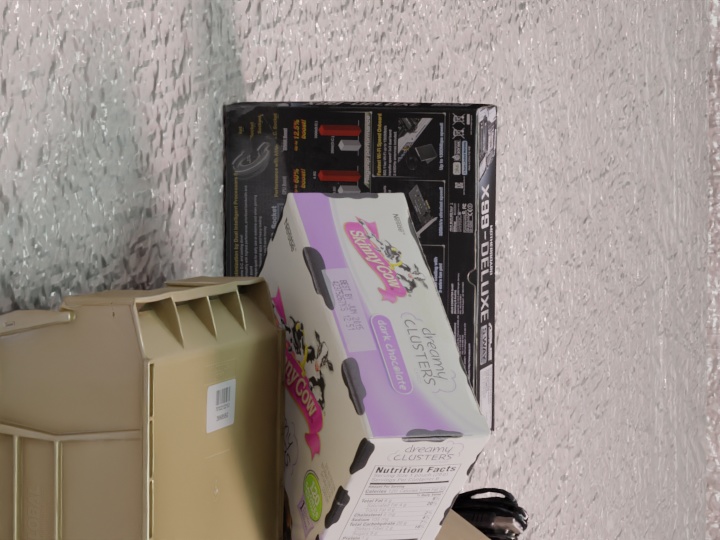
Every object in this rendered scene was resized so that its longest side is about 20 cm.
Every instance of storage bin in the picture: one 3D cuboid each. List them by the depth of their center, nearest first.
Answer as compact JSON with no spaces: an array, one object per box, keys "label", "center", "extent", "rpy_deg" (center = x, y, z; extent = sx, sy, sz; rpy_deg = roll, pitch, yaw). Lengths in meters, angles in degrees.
[{"label":"storage bin","center":[-0.112,0.106,1.184],"extent":[0.200,0.094,0.199],"rpy_deg":[-9,100,-73]}]

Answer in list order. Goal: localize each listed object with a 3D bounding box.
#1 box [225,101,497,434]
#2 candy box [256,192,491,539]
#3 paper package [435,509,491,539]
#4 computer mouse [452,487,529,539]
[{"label":"box","center":[0.000,0.000,1.434],"extent":[0.050,0.157,0.200],"rpy_deg":[-20,110,-72]},{"label":"candy box","center":[-0.015,0.084,1.298],"extent":[0.200,0.071,0.168],"rpy_deg":[113,-32,-44]},{"label":"paper package","center":[0.062,0.241,1.530],"extent":[0.104,0.200,0.191],"rpy_deg":[-57,158,10]},{"label":"computer mouse","center":[0.032,0.106,1.654],"extent":[0.053,0.138,0.200],"rpy_deg":[-39,122,-46]}]
